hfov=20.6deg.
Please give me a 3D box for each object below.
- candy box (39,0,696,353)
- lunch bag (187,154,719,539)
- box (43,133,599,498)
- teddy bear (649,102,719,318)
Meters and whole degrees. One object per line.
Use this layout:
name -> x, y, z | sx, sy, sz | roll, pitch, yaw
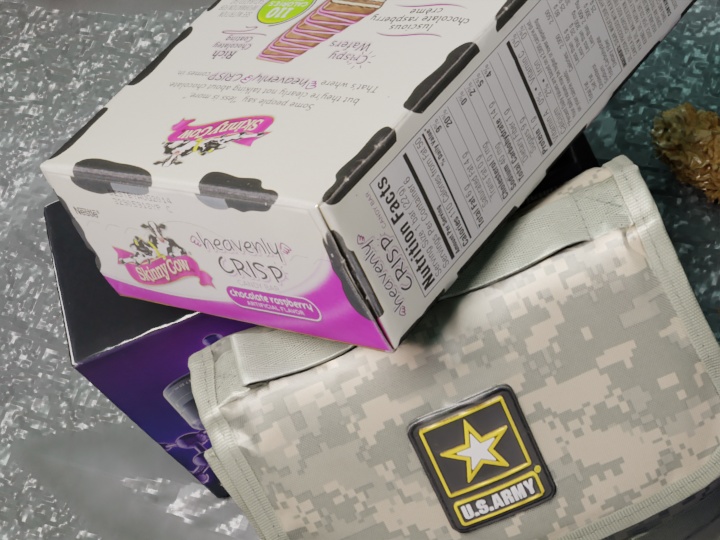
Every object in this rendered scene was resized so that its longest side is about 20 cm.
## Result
candy box -> 0.011, -0.068, 0.656 | 0.136, 0.061, 0.200 | 10, 48, 45
lunch bag -> 0.048, 0.056, 0.690 | 0.163, 0.200, 0.118 | -24, 57, 8
box -> 0.000, 0.000, 0.774 | 0.199, 0.141, 0.079 | -22, 60, 10
teddy bear -> 0.188, -0.063, 0.775 | 0.145, 0.067, 0.201 | 24, 74, 32
